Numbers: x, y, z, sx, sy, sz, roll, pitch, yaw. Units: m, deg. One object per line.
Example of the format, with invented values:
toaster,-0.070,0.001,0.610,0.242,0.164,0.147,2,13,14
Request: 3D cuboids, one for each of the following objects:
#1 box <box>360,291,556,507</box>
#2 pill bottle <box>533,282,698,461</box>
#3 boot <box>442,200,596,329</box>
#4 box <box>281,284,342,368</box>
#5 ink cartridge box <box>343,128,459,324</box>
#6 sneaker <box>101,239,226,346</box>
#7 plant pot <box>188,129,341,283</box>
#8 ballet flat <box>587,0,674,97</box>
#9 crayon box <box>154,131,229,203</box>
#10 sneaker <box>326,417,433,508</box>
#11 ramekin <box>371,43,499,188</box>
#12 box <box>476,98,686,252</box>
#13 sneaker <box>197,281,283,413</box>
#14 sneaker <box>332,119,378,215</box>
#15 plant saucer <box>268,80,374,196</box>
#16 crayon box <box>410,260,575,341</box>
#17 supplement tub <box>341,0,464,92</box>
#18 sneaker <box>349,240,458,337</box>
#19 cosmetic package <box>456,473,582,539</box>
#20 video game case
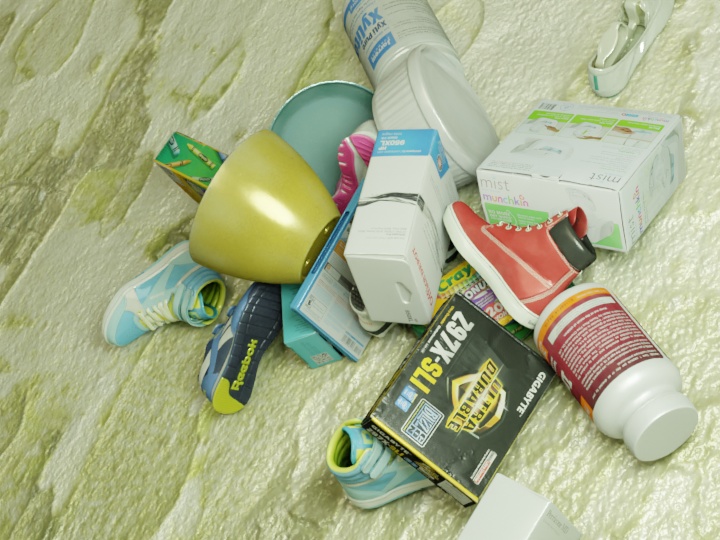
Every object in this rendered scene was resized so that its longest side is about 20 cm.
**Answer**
box,0.118,0.149,1.549,0.159,0.049,0.200,38,64,-1
pill bottle,0.293,0.117,1.510,0.113,0.113,0.200,-38,49,4
boot,0.196,-0.048,1.596,0.145,0.072,0.200,-51,55,18
box,-0.070,0.025,1.801,0.049,0.082,0.201,-19,54,19
ink cartridge box,0.055,-0.055,1.643,0.084,0.145,0.201,2,54,20
sneaker,-0.280,0.057,1.909,0.200,0.080,0.131,-45,48,0
plant pot,-0.108,-0.063,1.722,0.141,0.200,0.201,30,78,14
ballet flat,0.364,-0.327,1.776,0.069,0.069,0.201,20,73,37
crayon box,-0.196,-0.122,1.934,0.199,0.119,0.058,27,77,38
sneaker,0.051,0.207,1.575,0.199,0.131,0.080,-30,51,8
ramekin,0.098,-0.195,1.773,0.094,0.202,0.203,-30,50,25
box,0.276,-0.124,1.640,0.199,0.097,0.177,12,44,35
sneaker,-0.167,0.091,1.805,0.082,0.074,0.201,30,94,52
sneaker,0.008,-0.121,1.801,0.081,0.201,0.088,24,44,9
plant saucer,-0.037,-0.168,1.857,0.200,0.200,0.036,-42,16,1
crayon box,0.165,0.042,1.668,0.199,0.058,0.119,-36,50,7
supplement tub,0.059,-0.327,1.913,0.131,0.132,0.201,-31,49,10
sneaker,0.063,0.007,1.745,0.200,0.080,0.074,-40,55,-22
cosmetic package,0.149,0.340,1.458,0.081,0.113,0.201,26,79,39
video game case,0.000,0.000,1.735,0.018,0.143,0.201,15,69,45
